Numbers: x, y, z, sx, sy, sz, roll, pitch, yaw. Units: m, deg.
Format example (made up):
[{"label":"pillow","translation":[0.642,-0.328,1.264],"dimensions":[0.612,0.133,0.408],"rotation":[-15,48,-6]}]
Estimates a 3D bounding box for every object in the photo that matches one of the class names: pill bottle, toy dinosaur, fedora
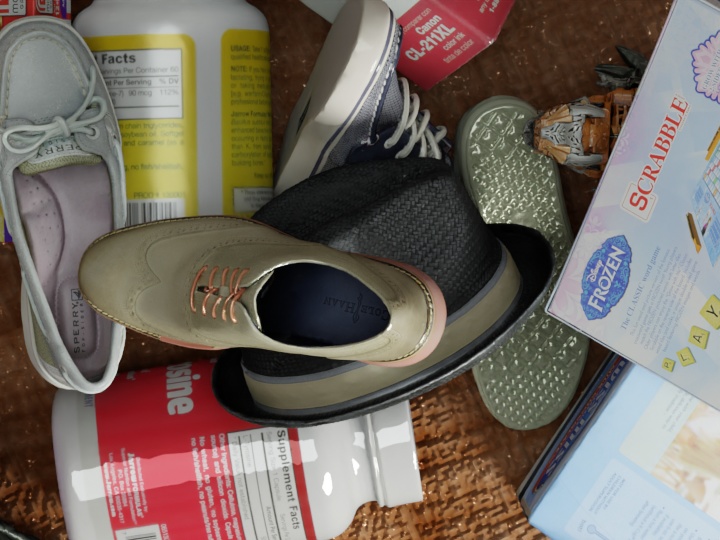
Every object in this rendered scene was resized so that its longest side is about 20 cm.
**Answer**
[{"label":"pill bottle","translation":[-0.068,0.104,1.692],"dimensions":[0.199,0.112,0.113],"rotation":[-9,92,0]},{"label":"toy dinosaur","translation":[0.184,-0.066,1.665],"dimensions":[0.199,0.136,0.103],"rotation":[24,85,-16]},{"label":"fedora","translation":[0.000,0.000,1.605],"dimensions":[0.200,0.201,0.092],"rotation":[-24,114,1]},{"label":"pill bottle","translation":[-0.106,-0.092,1.684],"dimensions":[0.113,0.114,0.201],"rotation":[-1,92,0]}]

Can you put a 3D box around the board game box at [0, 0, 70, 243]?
[{"label":"board game box","translation":[-0.258,-0.091,1.684],"dimensions":[0.199,0.046,0.153],"rotation":[0,92,24]}]

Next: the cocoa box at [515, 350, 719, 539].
[{"label":"cocoa box","translation":[0.196,0.089,1.681],"dimensions":[0.133,0.131,0.201],"rotation":[34,92,-1]}]

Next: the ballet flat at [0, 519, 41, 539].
[{"label":"ballet flat","translation":[-0.213,0.175,1.723],"dimensions":[0.199,0.057,0.067],"rotation":[30,92,-1]}]

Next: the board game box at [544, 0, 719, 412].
[{"label":"board game box","translation":[0.219,-0.019,1.543],"dimensions":[0.199,0.041,0.201],"rotation":[31,117,18]}]

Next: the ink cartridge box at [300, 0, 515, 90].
[{"label":"ink cartridge box","translation":[0.003,-0.221,1.647],"dimensions":[0.200,0.083,0.146],"rotation":[34,63,-14]}]

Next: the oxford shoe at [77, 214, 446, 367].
[{"label":"oxford shoe","translation":[-0.059,0.007,1.522],"dimensions":[0.199,0.074,0.071],"rotation":[5,88,18]}]

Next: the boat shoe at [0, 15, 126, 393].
[{"label":"boat shoe","translation":[-0.157,-0.035,1.597],"dimensions":[0.074,0.065,0.203],"rotation":[-5,94,-15]}]

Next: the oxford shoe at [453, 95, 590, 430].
[{"label":"oxford shoe","translation":[0.090,-0.007,1.719],"dimensions":[0.075,0.058,0.201],"rotation":[-10,107,-6]}]

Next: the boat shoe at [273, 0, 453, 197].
[{"label":"boat shoe","translation":[0.016,-0.084,1.654],"dimensions":[0.092,0.200,0.075],"rotation":[17,68,-8]}]
